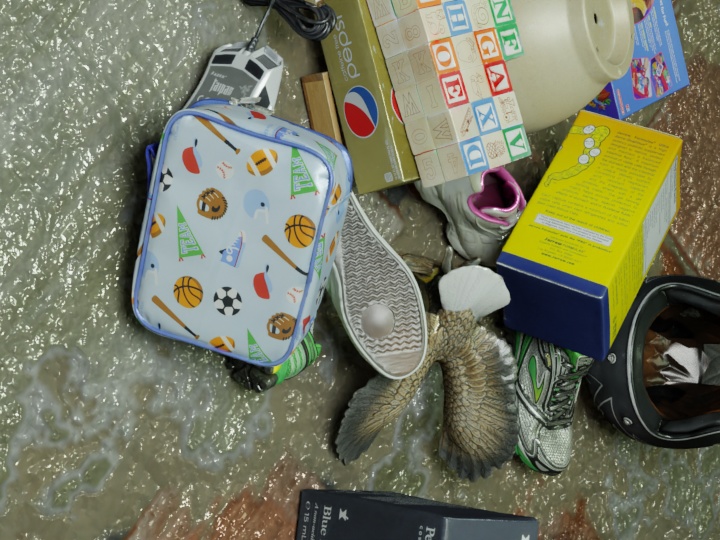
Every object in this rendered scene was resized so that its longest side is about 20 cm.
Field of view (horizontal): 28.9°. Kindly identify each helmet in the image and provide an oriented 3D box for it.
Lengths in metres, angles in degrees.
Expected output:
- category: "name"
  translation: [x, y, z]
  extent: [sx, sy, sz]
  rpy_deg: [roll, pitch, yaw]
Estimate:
- category: "helmet"
  translation: [0.329, 0.095, 1.465]
  extent: [0.200, 0.189, 0.202]
  rpy_deg: [1, 90, -76]

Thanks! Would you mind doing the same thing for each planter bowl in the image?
- category: "planter bowl"
  translation: [0.180, -0.234, 1.338]
  extent: [0.200, 0.134, 0.202]
  rpy_deg: [14, 73, -55]

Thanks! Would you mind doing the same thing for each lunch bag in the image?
- category: "lunch bag"
  translation: [-0.098, -0.035, 1.098]
  extent: [0.076, 0.159, 0.202]
  rpy_deg: [-48, 155, -69]

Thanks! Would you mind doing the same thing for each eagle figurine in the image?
- category: "eagle figurine"
  translation: [0.071, 0.087, 1.287]
  extent: [0.151, 0.150, 0.202]
  rpy_deg: [31, 64, -58]

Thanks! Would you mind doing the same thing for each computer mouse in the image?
- category: "computer mouse"
  translation: [-0.100, -0.154, 1.171]
  extent: [0.201, 0.109, 0.044]
  rpy_deg: [-63, 153, -7]

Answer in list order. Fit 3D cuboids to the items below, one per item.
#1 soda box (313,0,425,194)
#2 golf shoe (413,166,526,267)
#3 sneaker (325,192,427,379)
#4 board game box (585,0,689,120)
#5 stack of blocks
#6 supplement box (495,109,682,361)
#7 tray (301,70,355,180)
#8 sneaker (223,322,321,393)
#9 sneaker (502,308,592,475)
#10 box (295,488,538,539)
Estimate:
- category: "soda box"
  translation: [0.017, -0.174, 1.228]
  extent: [0.067, 0.064, 0.202]
  rpy_deg: [-16, 92, -40]
- category: "golf shoe"
  translation: [0.123, -0.053, 1.333]
  extent: [0.076, 0.091, 0.200]
  rpy_deg: [-57, 138, -10]
- category: "sneaker"
  translation: [0.000, 0.000, 1.228]
  extent: [0.072, 0.085, 0.202]
  rpy_deg: [-24, 88, -7]
- category: "board game box"
  translation: [0.282, -0.277, 1.516]
  extent: [0.134, 0.045, 0.202]
  rpy_deg: [-27, 107, -37]
- category: "stack of blocks"
  translation: [0.082, -0.184, 1.204]
  extent: [0.115, 0.058, 0.202]
  rpy_deg: [-20, 94, -40]
- category: "supplement box"
  translation: [0.221, -0.036, 1.337]
  extent: [0.201, 0.109, 0.109]
  rpy_deg: [-58, 154, -27]
- category: "tray"
  translation: [0.038, -0.153, 1.313]
  extent: [0.199, 0.037, 0.100]
  rpy_deg: [-21, 103, -40]
- category: "sneaker"
  translation: [-0.079, -0.003, 1.198]
  extent: [0.085, 0.078, 0.202]
  rpy_deg: [-19, 111, -46]
- category: "sneaker"
  translation: [0.190, 0.106, 1.403]
  extent: [0.078, 0.085, 0.202]
  rpy_deg: [-5, 94, -40]
- category: "box"
  translation: [0.038, 0.299, 1.208]
  extent: [0.117, 0.199, 0.199]
  rpy_deg: [11, 83, -40]
